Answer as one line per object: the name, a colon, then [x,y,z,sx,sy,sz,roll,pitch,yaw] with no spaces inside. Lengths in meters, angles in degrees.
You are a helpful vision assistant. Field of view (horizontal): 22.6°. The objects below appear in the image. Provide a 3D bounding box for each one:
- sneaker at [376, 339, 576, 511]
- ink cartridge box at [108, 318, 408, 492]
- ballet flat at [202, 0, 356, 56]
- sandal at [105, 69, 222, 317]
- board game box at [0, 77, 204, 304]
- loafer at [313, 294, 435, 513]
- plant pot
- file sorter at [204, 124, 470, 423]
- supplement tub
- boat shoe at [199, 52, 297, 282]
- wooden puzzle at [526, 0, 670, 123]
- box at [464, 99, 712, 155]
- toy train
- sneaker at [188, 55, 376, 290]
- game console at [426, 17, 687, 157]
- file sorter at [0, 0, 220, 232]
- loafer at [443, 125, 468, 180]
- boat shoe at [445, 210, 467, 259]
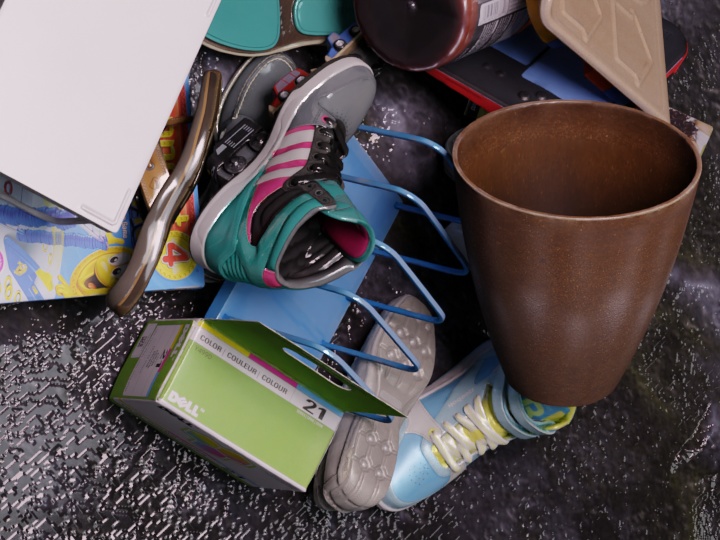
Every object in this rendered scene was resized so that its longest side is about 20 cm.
sneaker: [0.098,0.127,1.497,0.200,0.130,0.080,-44,109,-22]
ink cartridge box: [-0.081,0.102,1.357,0.148,0.200,0.076,35,73,-23]
ballet flat: [-0.072,-0.206,1.450,0.199,0.069,0.070,0,88,-32]
sandal: [-0.153,-0.064,1.343,0.054,0.082,0.201,24,83,-4]
board game box: [-0.224,-0.077,1.367,0.195,0.056,0.201,-5,91,-29]
loafer: [0.008,0.108,1.485,0.070,0.070,0.201,40,53,-24]
plant pot: [0.163,-0.002,1.401,0.186,0.187,0.201,-20,127,-28]
file sorter: [0.000,0.000,1.422,0.201,0.122,0.139,-62,143,-18]
supplement tub: [0.084,-0.230,1.450,0.200,0.107,0.107,-31,105,-55]
boat shoe: [-0.085,-0.086,1.441,0.073,0.062,0.201,25,76,-25]
wooden puzzle: [0.185,-0.225,1.452,0.200,0.046,0.186,37,44,-42]
box: [0.195,-0.128,1.540,0.199,0.050,0.075,24,46,7]
toy train: [-0.048,-0.133,1.413,0.200,0.046,0.034,-44,148,-25]
sneaker: [-0.026,-0.063,1.335,0.200,0.121,0.084,-53,143,-10]
game console: [0.166,-0.187,1.527,0.177,0.031,0.200,35,50,15]
file sorter: [-0.212,-0.144,1.272,0.138,0.124,0.201,29,75,-26]
loafer: [0.158,-0.096,1.578,0.199,0.063,0.072,-12,52,-27]
boat shoe: [0.158,0.012,1.571,0.200,0.074,0.060,44,73,-12]
